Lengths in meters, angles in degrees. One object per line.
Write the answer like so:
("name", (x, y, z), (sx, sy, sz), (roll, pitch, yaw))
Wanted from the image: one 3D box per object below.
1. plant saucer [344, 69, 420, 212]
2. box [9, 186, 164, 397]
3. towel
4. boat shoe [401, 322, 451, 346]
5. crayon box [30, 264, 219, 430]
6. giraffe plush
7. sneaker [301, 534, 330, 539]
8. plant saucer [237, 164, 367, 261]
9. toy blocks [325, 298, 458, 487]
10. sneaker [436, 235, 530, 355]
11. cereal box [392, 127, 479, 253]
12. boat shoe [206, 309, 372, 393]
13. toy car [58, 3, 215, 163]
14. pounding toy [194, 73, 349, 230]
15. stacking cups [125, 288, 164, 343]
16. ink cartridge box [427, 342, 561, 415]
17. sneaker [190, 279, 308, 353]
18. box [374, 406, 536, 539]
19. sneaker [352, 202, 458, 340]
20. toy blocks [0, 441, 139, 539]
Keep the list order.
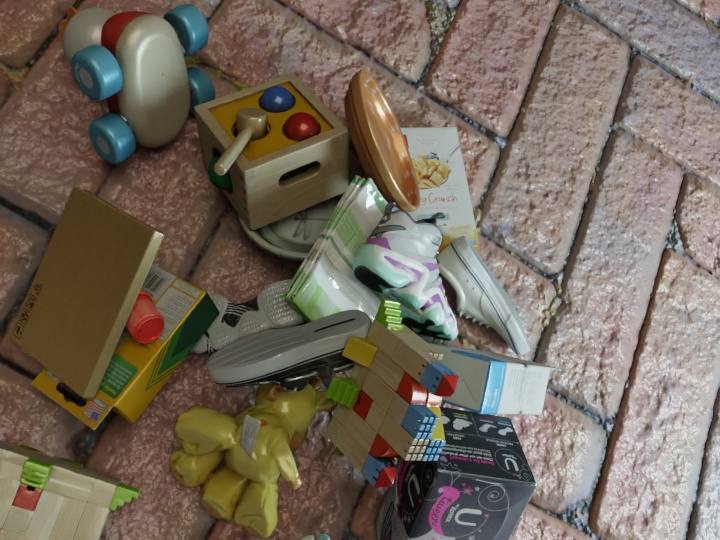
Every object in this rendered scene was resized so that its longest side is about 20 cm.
("plant saucer", (0.028, -0.172, 0.994), (0.037, 0.200, 0.204), (-20, 77, 16))
("box", (-0.321, 0.021, 0.842), (0.162, 0.021, 0.203), (25, 91, 31))
("towel", (0.000, 0.000, 0.919), (0.149, 0.030, 0.202), (46, 57, -29))
("boat shoe", (0.042, 0.061, 1.009), (0.074, 0.073, 0.201), (-38, 94, -29))
("crayon box", (-0.281, 0.093, 0.880), (0.124, 0.052, 0.201), (22, 63, 28))
("giraffe plush", (-0.117, 0.192, 0.889), (0.172, 0.201, 0.162), (41, 37, 2))
("sneaker", (-0.109, 0.370, 0.867), (0.195, 0.092, 0.079), (-5, 55, 6))
("plant saucer", (-0.070, -0.077, 1.008), (0.195, 0.051, 0.203), (1, 49, -1))
("toy blocks", (0.042, 0.155, 0.806), (0.099, 0.136, 0.203), (13, 105, -42))
("sneaker", (0.177, 0.046, 1.067), (0.070, 0.073, 0.202), (-32, 98, 16))
("cereal box", (0.095, -0.119, 1.101), (0.141, 0.040, 0.204), (-4, 75, -19))
("boat shoe", (-0.074, 0.107, 0.832), (0.196, 0.072, 0.072), (-13, 115, -12))
("toy car", (-0.331, -0.276, 0.979), (0.198, 0.179, 0.184), (28, 49, 24))
("pounding toy", (-0.128, -0.161, 0.951), (0.197, 0.144, 0.185), (-25, 52, -22))
("stacking cups", (-0.298, 0.012, 0.881), (0.060, 0.061, 0.200), (-33, 58, -23))
("ink cartridge box", (0.174, 0.147, 0.973), (0.198, 0.115, 0.069), (13, 89, -47))
("sneaker", (-0.136, 0.078, 0.948), (0.196, 0.115, 0.077), (-16, 62, 16))
("box", (0.107, 0.283, 0.881), (0.129, 0.203, 0.115), (11, 27, -14))
("sneaker", (0.085, -0.008, 0.933), (0.200, 0.077, 0.142), (45, 62, -40))
("toy blocks", (-0.366, 0.282, 0.808), (0.197, 0.100, 0.139), (21, 77, -11))
